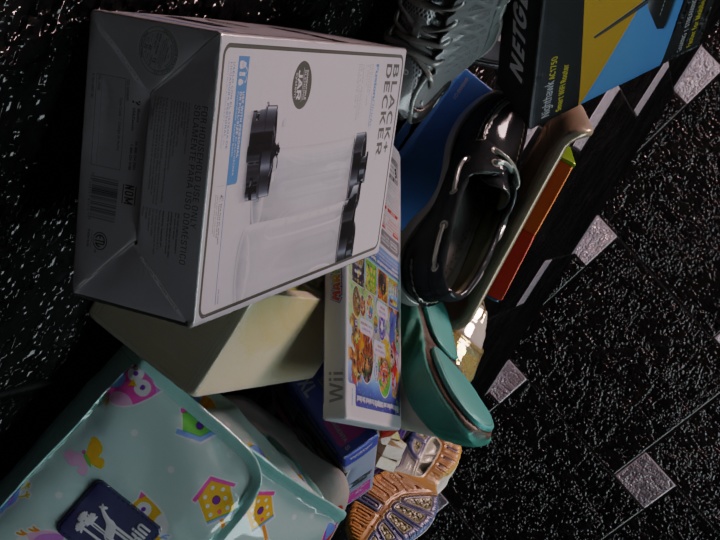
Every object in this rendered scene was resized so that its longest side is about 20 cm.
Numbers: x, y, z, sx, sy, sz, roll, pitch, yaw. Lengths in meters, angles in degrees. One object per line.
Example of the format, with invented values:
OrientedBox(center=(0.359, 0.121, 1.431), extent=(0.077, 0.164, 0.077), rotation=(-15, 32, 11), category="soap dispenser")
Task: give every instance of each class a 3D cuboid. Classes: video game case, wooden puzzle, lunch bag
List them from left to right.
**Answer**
OrientedBox(center=(-0.127, 0.147, 0.595), extent=(0.171, 0.122, 0.200), rotation=(-47, 141, -6), category="lunch bag")
OrientedBox(center=(0.004, 0.000, 0.674), extent=(0.143, 0.018, 0.203), rotation=(37, 52, -72), category="video game case")
OrientedBox(center=(0.140, -0.050, 0.892), extent=(0.201, 0.037, 0.185), rotation=(-59, -179, 18), category="wooden puzzle")

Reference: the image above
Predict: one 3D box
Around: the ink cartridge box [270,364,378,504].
OrientedBox(center=(-0.034, 0.118, 0.850), extent=(0.042, 0.120, 0.201), rotation=(-31, 159, -17), category="ink cartridge box")

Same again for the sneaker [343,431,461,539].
OrientedBox(center=(0.040, 0.241, 1.039), extent=(0.200, 0.075, 0.089), rotation=(-36, 157, -52), category="sneaker")

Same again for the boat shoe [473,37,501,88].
OrientedBox(center=(0.137, -0.167, 0.801), extent=(0.198, 0.070, 0.067), rotation=(-13, 138, -42), category="boat shoe")

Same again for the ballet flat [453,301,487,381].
OrientedBox(center=(0.092, 0.048, 0.966), extent=(0.071, 0.070, 0.200), rotation=(-59, -178, 13), category="ballet flat")

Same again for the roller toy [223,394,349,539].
OrientedBox(center=(-0.100, 0.204, 0.782), extent=(0.184, 0.139, 0.200), rotation=(-62, 164, 21), category="roller toy")

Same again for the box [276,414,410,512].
OrientedBox(center=(0.001, 0.132, 1.034), extent=(0.201, 0.104, 0.148), rotation=(-58, 165, 12), category="box")

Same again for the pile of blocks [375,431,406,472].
OrientedBox(center=(0.015, 0.095, 0.884), extent=(0.082, 0.062, 0.202), rotation=(-34, 123, -19), category="pile of blocks")

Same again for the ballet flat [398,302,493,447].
OrientedBox(center=(0.047, 0.082, 0.768), extent=(0.070, 0.067, 0.201), rotation=(-41, -154, 13), category="ballet flat")

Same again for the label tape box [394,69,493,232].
OrientedBox(center=(0.075, -0.081, 0.887), extent=(0.145, 0.063, 0.200), rotation=(-55, 166, -6), category="label tape box")

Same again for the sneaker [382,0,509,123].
OrientedBox(center=(0.042, -0.147, 0.603), extent=(0.116, 0.075, 0.200), rotation=(-54, 167, -13), category="sneaker")

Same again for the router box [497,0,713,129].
OrientedBox(center=(0.165, -0.195, 0.655), extent=(0.148, 0.051, 0.201), rotation=(-27, 152, -8), category="router box")

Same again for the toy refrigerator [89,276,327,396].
OrientedBox(center=(-0.069, 0.019, 0.609), extent=(0.070, 0.076, 0.200), rotation=(-57, 165, 5), category="toy refrigerator")

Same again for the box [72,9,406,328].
OrientedBox(center=(-0.046, -0.055, 0.478), extent=(0.200, 0.059, 0.118), rotation=(-21, 122, -66), category="box")

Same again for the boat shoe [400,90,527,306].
OrientedBox(center=(0.092, -0.057, 0.790), extent=(0.075, 0.060, 0.202), rotation=(38, 67, -33), category="boat shoe")
